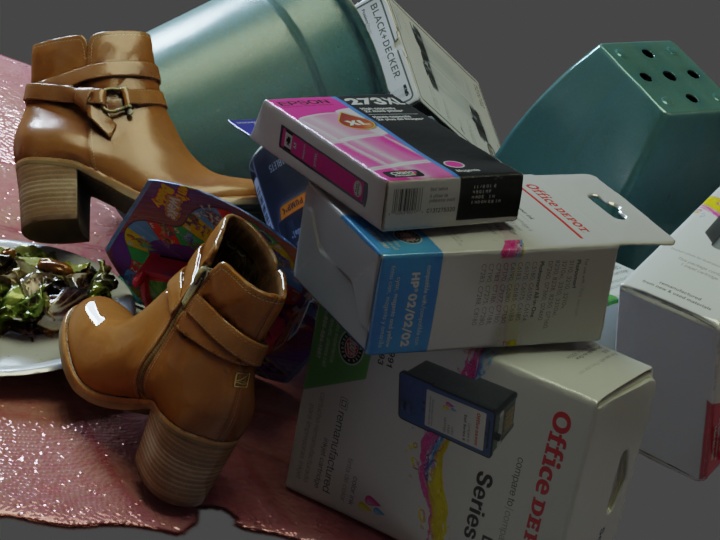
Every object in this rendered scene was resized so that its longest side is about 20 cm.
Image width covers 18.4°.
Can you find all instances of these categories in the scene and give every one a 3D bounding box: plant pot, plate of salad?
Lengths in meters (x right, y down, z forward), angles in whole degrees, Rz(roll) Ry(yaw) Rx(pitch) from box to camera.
[{"bbox_3d":[0.200,-0.077,1.768,0.141,0.200,0.141,-7,45,-41],"label":"plant pot"},{"bbox_3d":[-0.253,0.014,1.520,0.199,0.048,0.200,5,26,-2],"label":"plate of salad"},{"bbox_3d":[-0.108,-0.127,1.763,0.196,0.201,0.200,-25,36,-22],"label":"plant pot"}]

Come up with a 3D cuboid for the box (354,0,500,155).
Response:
[{"bbox_3d":[0.051,-0.141,1.893,0.200,0.060,0.117,35,33,-58],"label":"box"}]

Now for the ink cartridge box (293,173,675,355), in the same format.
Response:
[{"bbox_3d":[0.075,-0.007,1.343,0.199,0.068,0.115,-3,26,-25],"label":"ink cartridge box"}]

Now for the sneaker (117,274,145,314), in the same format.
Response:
[{"bbox_3d":[-0.081,0.004,1.613,0.199,0.080,0.078,-3,24,-15],"label":"sneaker"}]

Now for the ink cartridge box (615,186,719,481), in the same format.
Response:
[{"bbox_3d":[0.264,0.028,1.573,0.085,0.148,0.200,23,44,28],"label":"ink cartridge box"}]

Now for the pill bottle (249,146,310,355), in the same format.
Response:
[{"bbox_3d":[0.000,0.000,1.534,0.106,0.106,0.201,-5,69,-38],"label":"pill bottle"}]

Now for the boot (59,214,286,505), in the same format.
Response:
[{"bbox_3d":[-0.117,0.030,1.386,0.076,0.156,0.200,11,25,-28],"label":"boot"}]

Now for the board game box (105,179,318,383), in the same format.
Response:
[{"bbox_3d":[-0.100,0.022,1.473,0.158,0.200,0.039,35,60,-5],"label":"board game box"}]

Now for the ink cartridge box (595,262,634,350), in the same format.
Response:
[{"bbox_3d":[0.101,0.020,1.675,0.200,0.083,0.146,25,24,31],"label":"ink cartridge box"}]

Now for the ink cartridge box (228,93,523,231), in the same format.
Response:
[{"bbox_3d":[0.005,-0.074,1.351,0.094,0.037,0.200,-5,22,-30],"label":"ink cartridge box"}]

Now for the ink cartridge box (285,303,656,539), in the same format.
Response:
[{"bbox_3d":[0.066,0.097,1.375,0.200,0.146,0.087,23,25,25],"label":"ink cartridge box"}]

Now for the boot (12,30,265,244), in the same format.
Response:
[{"bbox_3d":[-0.153,-0.098,1.626,0.199,0.156,0.077,-2,-23,4],"label":"boot"}]
